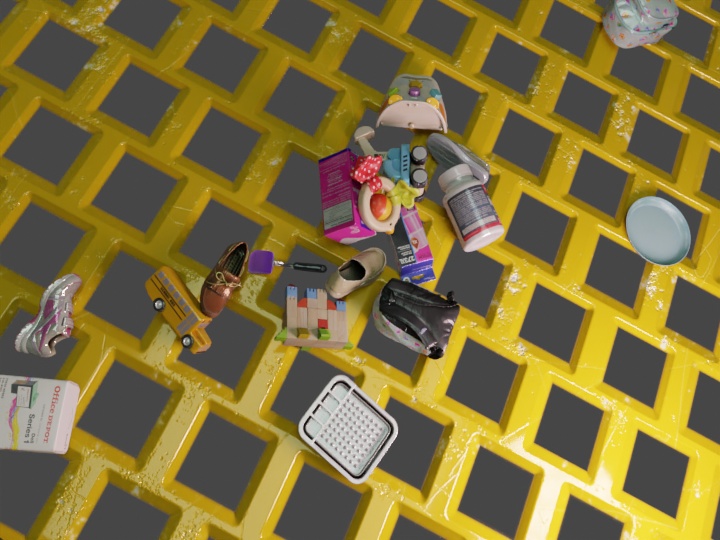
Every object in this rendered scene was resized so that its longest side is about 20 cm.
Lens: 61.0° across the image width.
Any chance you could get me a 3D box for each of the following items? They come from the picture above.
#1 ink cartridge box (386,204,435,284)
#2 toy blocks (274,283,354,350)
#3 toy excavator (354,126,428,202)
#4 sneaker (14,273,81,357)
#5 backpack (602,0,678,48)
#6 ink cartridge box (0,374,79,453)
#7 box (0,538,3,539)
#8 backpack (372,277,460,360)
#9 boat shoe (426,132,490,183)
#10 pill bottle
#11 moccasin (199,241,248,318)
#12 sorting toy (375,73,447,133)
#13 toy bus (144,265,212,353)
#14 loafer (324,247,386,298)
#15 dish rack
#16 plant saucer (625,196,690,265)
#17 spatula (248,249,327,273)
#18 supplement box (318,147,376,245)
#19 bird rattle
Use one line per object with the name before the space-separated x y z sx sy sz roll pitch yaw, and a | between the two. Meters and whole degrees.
ink cartridge box | 0.126 -0.065 1.573 0.092 0.037 0.206 -14 77 -13
toy blocks | -0.109 0.108 1.453 0.194 0.100 0.141 7 62 -19
toy excavator | 0.078 -0.287 1.610 0.193 0.100 0.201 1 71 0
sneaker | -0.673 0.105 1.362 0.086 0.081 0.204 27 78 -1
backpack | 0.851 -0.785 1.869 0.194 0.153 0.181 -18 81 -8
ink cartridge box | -0.714 0.301 1.284 0.193 0.084 0.150 6 71 -8
box | -0.725 0.585 1.129 0.078 0.201 0.143 31 69 2
backpack | 0.124 0.112 1.467 0.195 0.127 0.170 25 58 0
boat shoe | 0.267 -0.307 1.665 0.198 0.072 0.062 38 45 0
pill bottle | 0.281 -0.165 1.585 0.117 0.120 0.205 -19 77 -15
moccasin | -0.312 0.019 1.424 0.073 0.077 0.204 39 52 -17
sorting toy | 0.147 -0.477 1.674 0.193 0.109 0.184 5 49 4
toy bus | -0.409 0.093 1.402 0.078 0.065 0.201 -41 82 2
loafer | 0.000 0.000 1.492 0.198 0.068 0.076 -35 81 -37
dish rack | -0.030 0.364 1.403 0.199 0.044 0.173 39 70 4
plant saucer | 0.827 -0.107 1.710 0.193 0.027 0.207 3 72 -9
spatula | -0.178 -0.014 1.509 0.193 0.021 0.059 6 84 -10
supplement box | -0.034 -0.183 1.528 0.101 0.100 0.207 -15 71 31
bird rattle | 0.050 -0.180 1.478 0.198 0.110 0.168 25 72 -46
